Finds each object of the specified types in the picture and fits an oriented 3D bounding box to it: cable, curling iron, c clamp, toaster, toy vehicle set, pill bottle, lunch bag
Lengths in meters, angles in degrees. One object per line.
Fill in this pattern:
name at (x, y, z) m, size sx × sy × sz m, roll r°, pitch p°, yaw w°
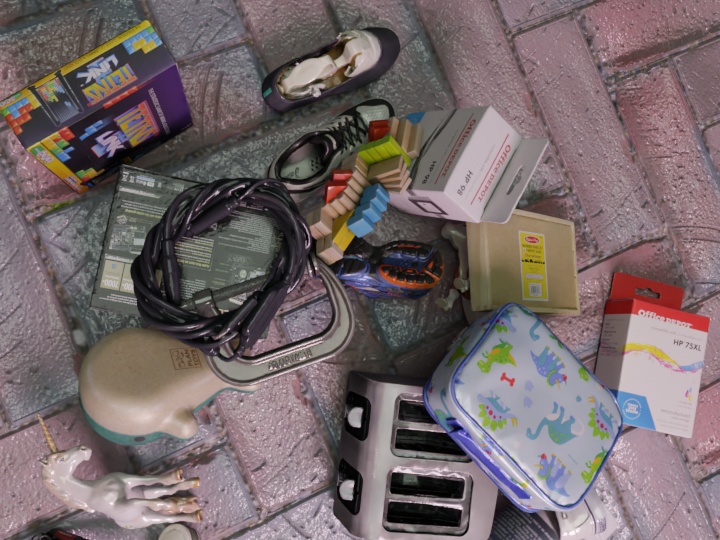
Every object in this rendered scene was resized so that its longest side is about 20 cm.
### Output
cable at (-0.145, -0.015, 0.722) m, size 0.163 × 0.051 × 0.201 m, roll 30°, pitch 80°, yaw 6°
curling iron at (-0.279, 0.333, 0.758) m, size 0.199 × 0.026 × 0.050 m, roll 10°, pitch 62°, yaw 8°
c clamp at (-0.108, 0.037, 0.750) m, size 0.199 × 0.027 × 0.172 m, roll -12°, pitch 90°, yaw -11°
toaster at (0.072, 0.223, 0.811) m, size 0.199 × 0.119 × 0.182 m, roll 8°, pitch 86°, yaw -10°
toy vehicle set at (0.207, -0.009, 0.843) m, size 0.199 × 0.026 × 0.125 m, roll 6°, pitch 80°, yaw -42°
pill bottle at (0.209, 0.345, 0.826) m, size 0.200 × 0.120 × 0.120 m, roll -39°, pitch 93°, yaw -10°
lunch bag at (0.173, 0.149, 0.732) m, size 0.200 × 0.082 × 0.161 m, roll 45°, pitch 61°, yaw -4°

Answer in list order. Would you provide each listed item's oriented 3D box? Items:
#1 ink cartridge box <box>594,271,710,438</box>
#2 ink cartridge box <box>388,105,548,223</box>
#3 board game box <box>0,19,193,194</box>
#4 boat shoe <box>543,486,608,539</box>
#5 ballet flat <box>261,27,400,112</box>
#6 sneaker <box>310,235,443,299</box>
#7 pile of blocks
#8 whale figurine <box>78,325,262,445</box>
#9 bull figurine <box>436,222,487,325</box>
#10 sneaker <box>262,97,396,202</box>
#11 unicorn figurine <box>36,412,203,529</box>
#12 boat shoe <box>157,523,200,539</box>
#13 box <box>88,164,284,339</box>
ink cartridge box at (0.386, 0.108, 0.901) m, size 0.115 × 0.067 × 0.201 m, roll 13°, pitch 84°, yaw -9°
ink cartridge box at (0.108, -0.126, 0.795) m, size 0.067 × 0.200 × 0.116 m, roll 34°, pitch 80°, yaw -31°
board game box at (-0.271, -0.166, 0.733) m, size 0.165 × 0.200 × 0.057 m, roll -33°, pitch 91°, yaw -10°
boat shoe at (0.211, 0.233, 0.811) m, size 0.069 × 0.200 × 0.071 m, roll -18°, pitch 132°, yaw -8°
ballet flat at (-0.031, -0.257, 0.850) m, size 0.199 × 0.073 × 0.073 m, roll -27°, pitch 91°, yaw -11°
sneaker at (0.000, 0.000, 0.836) m, size 0.199 × 0.079 × 0.076 m, roll 14°, pitch 59°, yaw 7°
pile of blocks at (0.002, -0.104, 0.782) m, size 0.062 × 0.082 × 0.201 m, roll 41°, pitch 73°, yaw -39°
whale figurine at (-0.219, 0.133, 0.782) m, size 0.199 × 0.104 × 0.160 m, roll -7°, pitch 49°, yaw -31°
bull figurine at (0.149, 0.035, 0.848) m, size 0.121 × 0.065 × 0.201 m, roll -34°, pitch 101°, yaw -48°
sneaker at (-0.029, -0.150, 0.833) m, size 0.200 × 0.088 × 0.076 m, roll -39°, pitch 92°, yaw -12°
unicorn figurine at (-0.252, 0.238, 0.728) m, size 0.136 × 0.201 × 0.074 m, roll -5°, pitch 42°, yaw 5°
boat shoe at (-0.206, 0.396, 0.779) m, size 0.060 × 0.072 × 0.203 m, roll 18°, pitch 71°, yaw -53°
box at (-0.192, -0.017, 0.794) m, size 0.199 × 0.086 × 0.165 m, roll 11°, pitch 85°, yaw -10°
